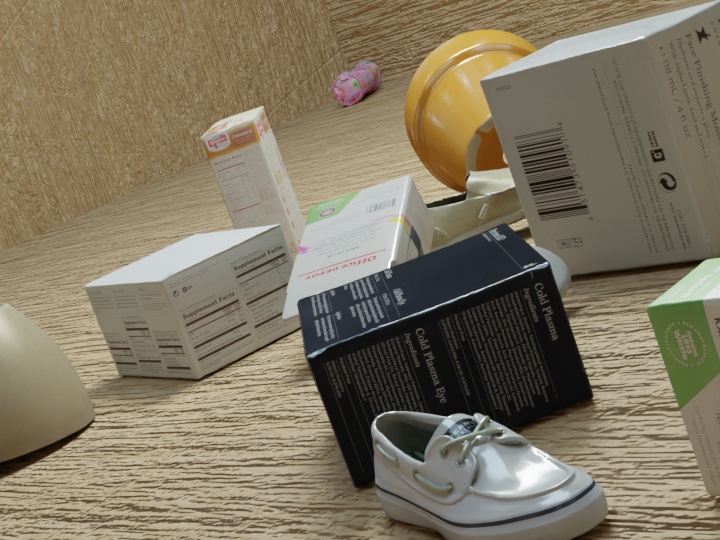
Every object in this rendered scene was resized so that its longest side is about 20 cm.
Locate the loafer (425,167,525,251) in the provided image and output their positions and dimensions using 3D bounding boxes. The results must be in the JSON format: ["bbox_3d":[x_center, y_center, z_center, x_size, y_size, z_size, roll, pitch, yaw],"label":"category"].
[{"bbox_3d":[0.144,-0.081,1.738,0.199,0.069,0.076,-31,10,9],"label":"loafer"}]

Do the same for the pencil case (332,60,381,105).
[{"bbox_3d":[-0.007,-0.475,4.059,0.087,0.088,0.200,-16,12,21],"label":"pencil case"}]

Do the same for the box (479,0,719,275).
[{"bbox_3d":[0.242,-0.114,1.430,0.130,0.201,0.199,-29,14,-40],"label":"box"}]

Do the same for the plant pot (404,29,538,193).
[{"bbox_3d":[0.166,-0.167,1.930,0.198,0.202,0.184,-20,25,-1],"label":"plant pot"}]

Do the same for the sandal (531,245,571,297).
[{"bbox_3d":[0.083,0.038,1.365,0.201,0.083,0.050,-24,-32,-9],"label":"sandal"}]

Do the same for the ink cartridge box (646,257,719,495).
[{"bbox_3d":[0.254,0.049,0.809,0.067,0.118,0.199,-29,13,-39],"label":"ink cartridge box"}]

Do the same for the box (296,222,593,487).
[{"bbox_3d":[0.056,0.056,1.189,0.181,0.105,0.200,-21,11,1],"label":"box"}]

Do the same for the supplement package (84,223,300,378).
[{"bbox_3d":[-0.175,0.033,1.726,0.155,0.112,0.199,-27,13,-31],"label":"supplement package"}]

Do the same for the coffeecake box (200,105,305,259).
[{"bbox_3d":[-0.128,-0.096,2.042,0.072,0.202,0.154,-19,10,6],"label":"coffeecake box"}]

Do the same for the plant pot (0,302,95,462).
[{"bbox_3d":[-0.380,0.110,1.609,0.198,0.136,0.200,-15,7,2],"label":"plant pot"}]

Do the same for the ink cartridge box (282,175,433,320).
[{"bbox_3d":[0.000,0.000,1.556,0.116,0.068,0.201,-17,29,19],"label":"ink cartridge box"}]

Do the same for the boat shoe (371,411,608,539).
[{"bbox_3d":[0.063,0.120,0.956,0.073,0.067,0.199,-27,13,-33],"label":"boat shoe"}]
